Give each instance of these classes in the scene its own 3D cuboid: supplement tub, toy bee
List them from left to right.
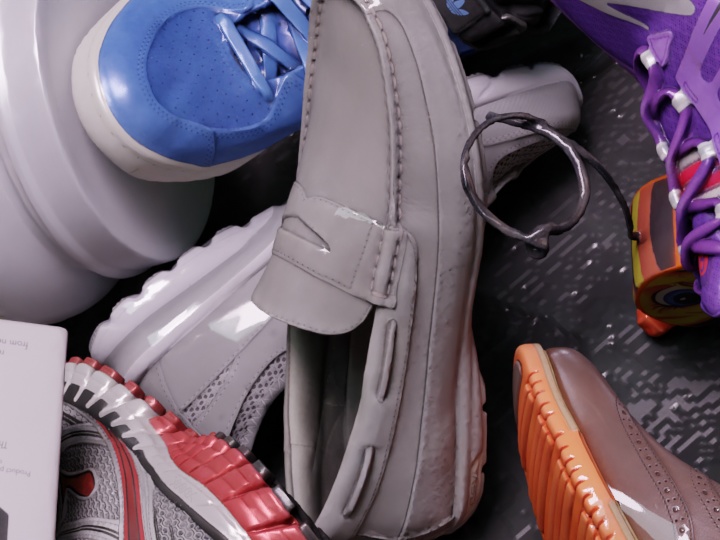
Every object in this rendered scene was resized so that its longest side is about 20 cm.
[{"bbox_3d":[-0.168,-0.041,0.911,0.199,0.145,0.146,-14,57,23],"label":"supplement tub"},{"bbox_3d":[0.133,-0.016,0.828,0.199,0.109,0.131,23,67,2],"label":"toy bee"}]

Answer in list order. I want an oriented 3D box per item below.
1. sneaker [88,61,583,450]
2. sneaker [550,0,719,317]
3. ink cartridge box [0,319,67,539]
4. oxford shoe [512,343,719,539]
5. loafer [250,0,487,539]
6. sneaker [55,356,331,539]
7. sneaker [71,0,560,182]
[{"bbox_3d":[0.003,-0.001,0.894,0.200,0.075,0.082,-36,89,-7],"label":"sneaker"},{"bbox_3d":[0.116,-0.032,0.734,0.083,0.081,0.200,-38,79,-14],"label":"sneaker"},{"bbox_3d":[-0.138,0.126,0.771,0.067,0.116,0.201,8,61,-15],"label":"ink cartridge box"},{"bbox_3d":[0.111,0.099,0.788,0.073,0.071,0.200,-22,59,-14],"label":"oxford shoe"},{"bbox_3d":[0.000,0.000,0.810,0.070,0.201,0.070,-14,19,-28],"label":"loafer"},{"bbox_3d":[-0.079,0.087,0.816,0.082,0.078,0.200,-45,22,-12],"label":"sneaker"},{"bbox_3d":[-0.002,-0.095,0.858,0.111,0.199,0.077,-30,82,46],"label":"sneaker"}]
